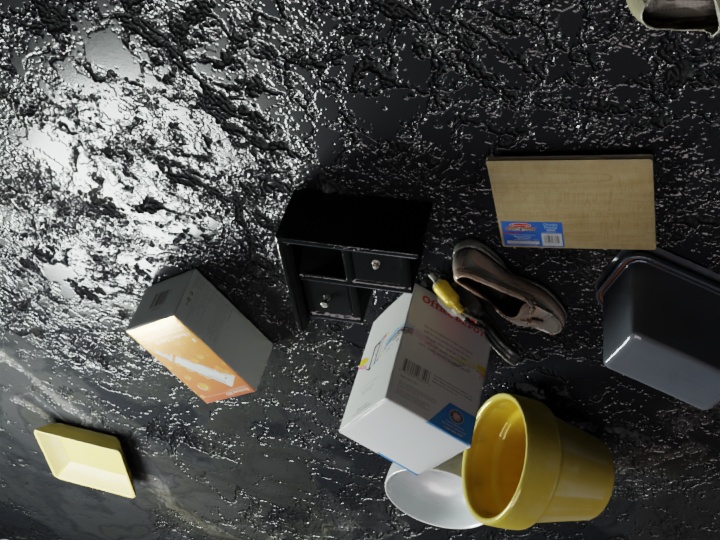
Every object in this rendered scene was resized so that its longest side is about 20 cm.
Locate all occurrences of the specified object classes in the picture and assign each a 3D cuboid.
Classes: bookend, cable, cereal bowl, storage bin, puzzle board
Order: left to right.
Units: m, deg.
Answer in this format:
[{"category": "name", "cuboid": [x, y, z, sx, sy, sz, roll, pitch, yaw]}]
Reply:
[{"category": "bookend", "cuboid": [0.000, 0.000, 1.343, 0.195, 0.093, 0.202, 8, 140, 14]}, {"category": "cereal bowl", "cuboid": [0.146, 0.370, 1.713, 0.196, 0.084, 0.202, 11, 140, 9]}, {"category": "cable", "cuboid": [0.161, 0.078, 1.321, 0.050, 0.201, 0.097, -40, 133, 8]}, {"category": "puzzle board", "cuboid": [0.263, -0.085, 1.199, 0.196, 0.018, 0.152, 2, 139, 21]}, {"category": "storage bin", "cuboid": [0.396, 0.085, 1.245, 0.197, 0.136, 0.146, 24, 141, -4]}]

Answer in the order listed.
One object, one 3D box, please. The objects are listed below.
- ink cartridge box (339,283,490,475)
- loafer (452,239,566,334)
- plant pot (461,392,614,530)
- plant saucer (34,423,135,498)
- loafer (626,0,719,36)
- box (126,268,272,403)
[{"category": "ink cartridge box", "cuboid": [0.084, 0.158, 1.404, 0.146, 0.202, 0.145, 30, 142, -14]}, {"category": "loafer", "cuboid": [0.200, 0.038, 1.327, 0.199, 0.064, 0.072, 36, 137, -18]}, {"category": "plant pot", "cuboid": [0.285, 0.309, 1.517, 0.186, 0.204, 0.201, 14, 144, -20]}, {"category": "plant saucer", "cuboid": [-0.577, 0.397, 2.071, 0.196, 0.049, 0.202, 12, 139, 10]}, {"category": "loafer", "cuboid": [0.351, -0.260, 0.919, 0.196, 0.069, 0.076, -4, 136, 26]}, {"category": "box", "cuboid": [-0.258, 0.110, 1.571, 0.123, 0.099, 0.200, -18, 129, 36]}]
